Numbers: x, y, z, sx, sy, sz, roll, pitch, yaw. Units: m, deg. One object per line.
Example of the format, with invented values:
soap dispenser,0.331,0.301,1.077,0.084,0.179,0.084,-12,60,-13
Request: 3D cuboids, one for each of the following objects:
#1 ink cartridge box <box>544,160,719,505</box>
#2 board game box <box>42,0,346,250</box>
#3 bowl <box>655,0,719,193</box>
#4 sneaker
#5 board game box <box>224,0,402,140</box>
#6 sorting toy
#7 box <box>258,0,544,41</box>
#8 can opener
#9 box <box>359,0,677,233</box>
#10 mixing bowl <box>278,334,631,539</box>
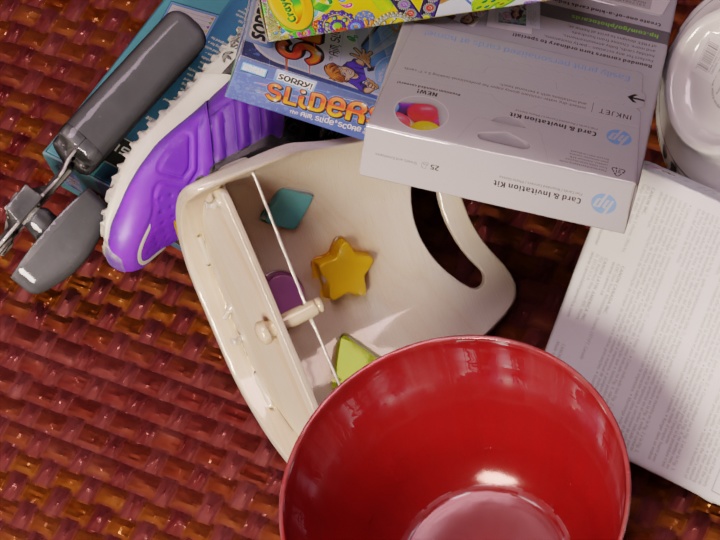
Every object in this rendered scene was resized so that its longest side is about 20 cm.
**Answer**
ink cartridge box,0.209,0.047,1.579,0.199,0.057,0.163,25,103,21
board game box,-0.085,-0.110,1.785,0.151,0.047,0.200,28,70,26
bowl,0.241,-0.103,1.618,0.200,0.094,0.202,-11,73,41
sneaker,-0.073,-0.068,1.692,0.099,0.070,0.200,34,76,18
board game box,-0.002,-0.156,1.678,0.135,0.035,0.200,17,41,-7
sorting toy,0.000,0.000,1.655,0.180,0.201,0.107,-26,13,-16
box,0.025,-0.254,1.625,0.192,0.122,0.200,-8,41,3
can opener,-0.159,-0.071,1.734,0.067,0.053,0.200,42,74,-4
box,0.095,-0.112,1.597,0.155,0.041,0.200,12,40,4
mixing bowl,0.061,0.149,1.564,0.199,0.109,0.201,-6,59,10
